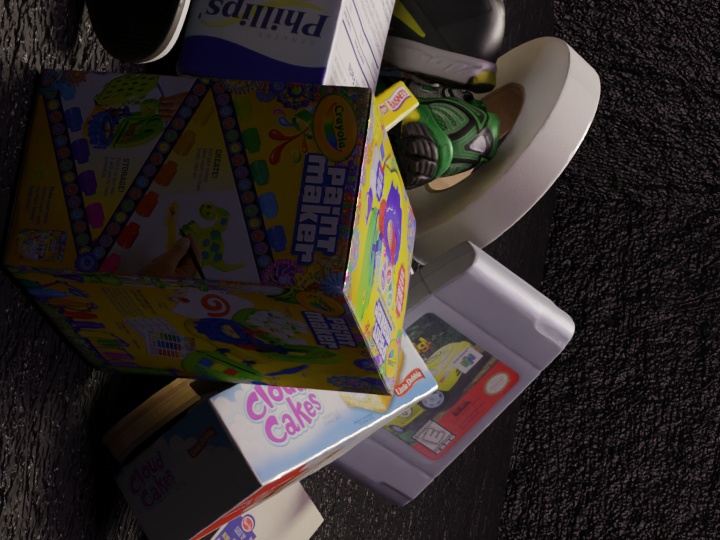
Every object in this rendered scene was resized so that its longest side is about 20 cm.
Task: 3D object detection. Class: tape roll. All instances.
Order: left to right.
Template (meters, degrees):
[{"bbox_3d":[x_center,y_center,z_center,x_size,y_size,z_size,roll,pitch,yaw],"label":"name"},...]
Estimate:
[{"bbox_3d":[0.097,-0.091,1.540,0.037,0.203,0.203,40,38,-19],"label":"tape roll"}]

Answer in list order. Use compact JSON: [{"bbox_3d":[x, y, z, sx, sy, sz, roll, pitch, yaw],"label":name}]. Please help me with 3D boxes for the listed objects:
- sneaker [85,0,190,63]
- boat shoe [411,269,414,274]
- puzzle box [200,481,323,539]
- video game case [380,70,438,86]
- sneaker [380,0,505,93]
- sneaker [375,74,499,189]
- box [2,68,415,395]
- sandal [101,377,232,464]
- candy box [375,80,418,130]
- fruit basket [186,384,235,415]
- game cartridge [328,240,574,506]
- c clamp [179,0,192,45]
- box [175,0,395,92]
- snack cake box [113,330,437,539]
[{"bbox_3d":[-0.114,-0.220,1.230,0.121,0.084,0.200,6,88,-70],"label":"sneaker"},{"bbox_3d":[0.002,-0.002,1.483,0.068,0.074,0.199,51,-8,42],"label":"boat shoe"},{"bbox_3d":[-0.091,0.205,1.499,0.133,0.025,0.200,-50,160,-12],"label":"puzzle box"},{"bbox_3d":[0.007,-0.134,1.723,0.200,0.022,0.182,41,-39,49],"label":"video game case"},{"bbox_3d":[0.025,-0.197,1.554,0.085,0.200,0.074,-70,160,1],"label":"sneaker"},{"bbox_3d":[0.047,-0.105,1.523,0.200,0.085,0.078,-133,-142,-66],"label":"sneaker"},{"bbox_3d":[-0.079,-0.017,1.186,0.200,0.192,0.122,69,28,-68],"label":"box"},{"bbox_3d":[-0.104,0.046,1.351,0.212,0.070,0.078,-35,172,-40],"label":"sandal"},{"bbox_3d":[-0.054,-0.051,1.350,0.026,0.200,0.102,53,28,-1],"label":"candy box"},{"bbox_3d":[-0.098,0.089,1.484,0.185,0.094,0.200,66,46,-68],"label":"fruit basket"},{"bbox_3d":[0.046,0.076,1.486,0.200,0.133,0.041,-47,-150,14],"label":"game cartridge"},{"bbox_3d":[-0.102,-0.207,1.448,0.200,0.027,0.171,79,24,-60],"label":"c clamp"},{"bbox_3d":[-0.043,-0.192,1.418,0.184,0.105,0.200,60,41,-74],"label":"box"},{"bbox_3d":[-0.054,0.106,1.346,0.200,0.115,0.067,-25,81,-51],"label":"snack cake box"}]
